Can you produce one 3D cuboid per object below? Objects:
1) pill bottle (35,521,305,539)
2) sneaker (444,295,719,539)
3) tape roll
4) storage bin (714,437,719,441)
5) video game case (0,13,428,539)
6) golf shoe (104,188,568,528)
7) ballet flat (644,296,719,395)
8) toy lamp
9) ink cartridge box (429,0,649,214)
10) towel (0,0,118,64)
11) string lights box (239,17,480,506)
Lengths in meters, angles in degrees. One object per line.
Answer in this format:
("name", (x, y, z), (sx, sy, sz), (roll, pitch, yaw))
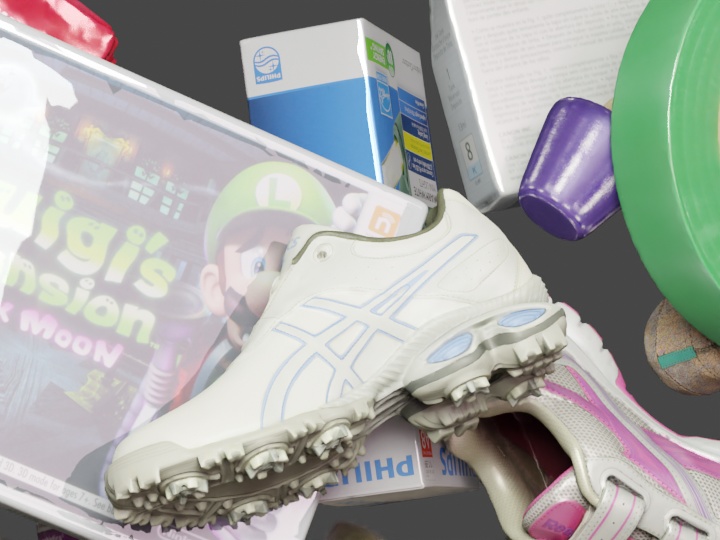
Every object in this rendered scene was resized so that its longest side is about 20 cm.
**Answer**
("pill bottle", (-0.091, 0.041, 1.262), (0.112, 0.112, 0.200), (-8, 84, -17))
("sneaker", (0.109, 0.102, 1.267), (0.200, 0.081, 0.088), (38, 38, 10))
("tape roll", (0.206, -0.057, 1.311), (0.200, 0.048, 0.201), (1, 87, -28))
("storage bin", (0.256, 0.106, 1.364), (0.200, 0.094, 0.135), (-29, 90, -19))
("video game case", (-0.093, 0.017, 1.195), (0.200, 0.023, 0.182), (24, 76, -10))
("golf shoe", (-0.021, 0.034, 1.175), (0.200, 0.078, 0.097), (-21, 71, -23))
("ballet flat", (0.223, -0.003, 1.385), (0.200, 0.067, 0.068), (-35, 92, -19))
("toy lamp", (0.139, -0.098, 1.336), (0.058, 0.058, 0.200), (40, 70, -7))
("ink cartridge box", (0.105, -0.139, 1.386), (0.160, 0.047, 0.200), (-13, 82, -17))
("towel", (-0.214, -0.065, 1.290), (0.145, 0.022, 0.200), (37, 73, -7))
("string lights box", (0.000, 0.000, 1.294), (0.059, 0.103, 0.200), (-10, 83, 15))
